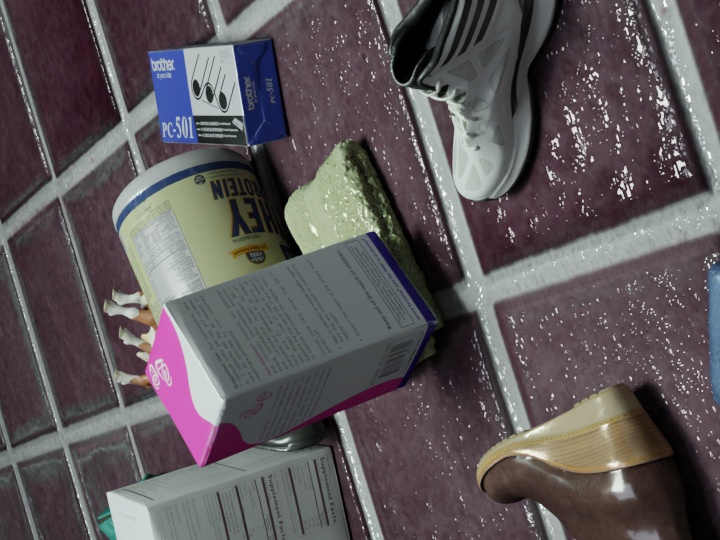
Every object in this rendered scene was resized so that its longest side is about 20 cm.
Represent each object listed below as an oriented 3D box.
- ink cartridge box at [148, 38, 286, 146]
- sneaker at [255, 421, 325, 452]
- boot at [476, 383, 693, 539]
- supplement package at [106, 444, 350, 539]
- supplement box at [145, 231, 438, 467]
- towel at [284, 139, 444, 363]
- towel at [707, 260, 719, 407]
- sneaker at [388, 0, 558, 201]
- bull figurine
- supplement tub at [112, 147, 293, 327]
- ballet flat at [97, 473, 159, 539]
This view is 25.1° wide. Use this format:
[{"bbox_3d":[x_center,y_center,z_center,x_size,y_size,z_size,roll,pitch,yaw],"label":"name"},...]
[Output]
[{"bbox_3d":[-0.141,-0.170,1.557,0.200,0.044,0.095,9,110,60],"label":"ink cartridge box"},{"bbox_3d":[-0.102,0.109,1.597,0.200,0.074,0.089,34,134,50],"label":"sneaker"},{"bbox_3d":[0.164,0.186,1.151,0.200,0.072,0.167,-42,65,56],"label":"boot"},{"bbox_3d":[-0.127,0.245,1.578,0.114,0.199,0.110,1,104,62],"label":"supplement package"},{"bbox_3d":[-0.056,0.061,1.284,0.104,0.199,0.101,55,146,23],"label":"supplement box"},{"bbox_3d":[0.000,0.000,1.396,0.148,0.036,0.201,-42,66,58],"label":"towel"},{"bbox_3d":[0.279,0.061,0.904,0.200,0.048,0.112,28,127,53],"label":"towel"},{"bbox_3d":[0.063,-0.128,1.130,0.076,0.115,0.201,47,142,40],"label":"sneaker"},{"bbox_3d":[-0.206,0.056,1.729,0.065,0.121,0.201,-82,-4,-47],"label":"bull figurine"},{"bbox_3d":[-0.135,0.002,1.527,0.201,0.144,0.145,64,150,19],"label":"supplement tub"},{"bbox_3d":[-0.276,0.309,2.047,0.070,0.067,0.200,47,150,-1],"label":"ballet flat"}]
